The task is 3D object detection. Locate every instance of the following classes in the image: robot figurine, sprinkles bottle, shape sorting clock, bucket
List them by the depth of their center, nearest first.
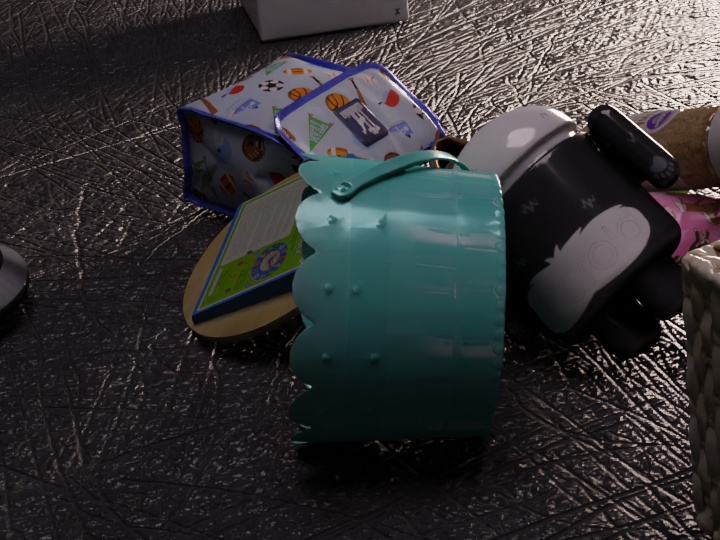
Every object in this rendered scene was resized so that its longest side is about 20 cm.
[{"bbox_3d":[0.022,0.020,0.997,0.133,0.209,0.208,2,25,-1],"label":"bucket"},{"bbox_3d":[0.155,-0.029,1.096,0.150,0.125,0.200,-40,75,-14],"label":"robot figurine"},{"bbox_3d":[0.253,-0.096,1.186,0.068,0.069,0.199,-19,9,-27],"label":"sprinkles bottle"},{"bbox_3d":[-0.059,-0.018,1.194,0.199,0.039,0.201,-32,28,19],"label":"shape sorting clock"}]

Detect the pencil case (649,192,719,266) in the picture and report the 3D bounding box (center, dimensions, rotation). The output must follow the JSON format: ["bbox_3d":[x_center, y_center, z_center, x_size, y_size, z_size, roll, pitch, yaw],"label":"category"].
[{"bbox_3d":[0.229,-0.023,1.177,0.198,0.084,0.086,5,-1,21],"label":"pencil case"}]

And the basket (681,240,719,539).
[{"bbox_3d":[0.291,0.081,0.811,0.159,0.202,0.198,-15,26,-15],"label":"basket"}]

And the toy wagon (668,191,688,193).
[{"bbox_3d":[0.226,-0.090,1.365,0.154,0.040,0.199,17,33,38],"label":"toy wagon"}]

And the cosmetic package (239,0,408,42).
[{"bbox_3d":[-0.057,-0.399,1.972,0.197,0.124,0.200,-10,27,-10],"label":"cosmetic package"}]

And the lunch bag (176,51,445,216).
[{"bbox_3d":[-0.044,-0.118,1.382,0.199,0.125,0.170,21,39,34],"label":"lunch bag"}]

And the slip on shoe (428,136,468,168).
[{"bbox_3d":[0.097,-0.071,1.282,0.075,0.061,0.200,-23,16,4],"label":"slip on shoe"}]

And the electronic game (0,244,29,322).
[{"bbox_3d":[-0.375,0.023,1.243,0.198,0.042,0.201,-5,27,2],"label":"electronic game"}]
